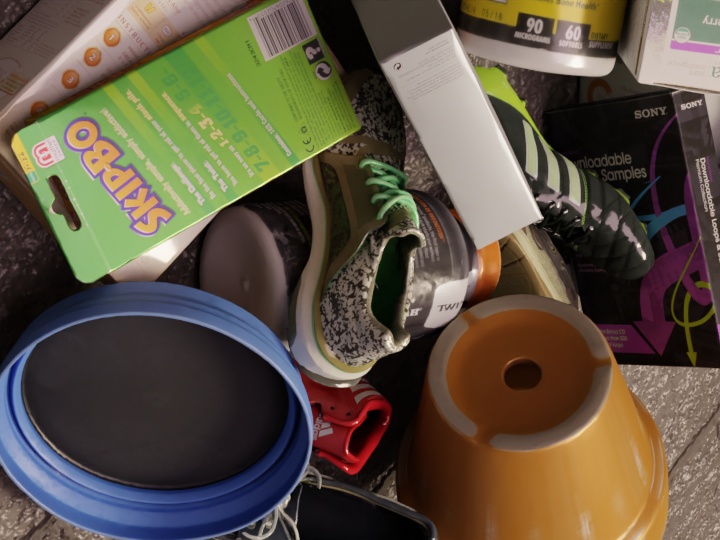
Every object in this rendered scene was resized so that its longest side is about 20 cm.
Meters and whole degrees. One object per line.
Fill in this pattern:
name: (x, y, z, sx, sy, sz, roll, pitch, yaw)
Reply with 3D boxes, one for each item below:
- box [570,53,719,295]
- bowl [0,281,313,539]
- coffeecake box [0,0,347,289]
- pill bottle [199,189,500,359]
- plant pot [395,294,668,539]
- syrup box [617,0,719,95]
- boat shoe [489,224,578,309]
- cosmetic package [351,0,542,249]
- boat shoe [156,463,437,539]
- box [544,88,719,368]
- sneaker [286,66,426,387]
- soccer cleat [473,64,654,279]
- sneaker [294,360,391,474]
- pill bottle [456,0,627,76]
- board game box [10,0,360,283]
box: (0.240, -0.067, 1.268, 0.097, 0.124, 0.201, -16, 117, -33)
bowl: (-0.129, 0.089, 1.023, 0.200, 0.039, 0.201, 0, 129, 0)
coffeecake box: (-0.127, -0.109, 0.994, 0.200, 0.073, 0.154, -48, 130, -13)
pill bottle: (0.000, 0.000, 1.116, 0.199, 0.106, 0.107, -7, 112, -36)
plant pot: (0.117, 0.119, 1.159, 0.200, 0.200, 0.184, -41, 149, -19)
syrup box: (0.225, -0.183, 1.156, 0.078, 0.200, 0.082, 7, 107, -1)
boat shoe: (0.134, 0.014, 1.250, 0.201, 0.072, 0.066, 57, 45, -40)
cosmetic package: (0.042, -0.130, 1.038, 0.052, 0.200, 0.151, -25, 127, 4)
boat shoe: (-0.046, 0.168, 1.119, 0.199, 0.062, 0.075, 18, 63, -7)
box: (0.208, -0.029, 1.208, 0.036, 0.143, 0.201, -14, 96, -33)
sneaker: (0.014, -0.030, 1.008, 0.077, 0.088, 0.201, 13, 75, -38)
soccer cleat: (0.124, -0.057, 1.170, 0.200, 0.068, 0.081, 45, 57, -4)
sneaker: (-0.063, 0.086, 1.092, 0.199, 0.115, 0.079, -6, 111, -37)
pill bottle: (0.136, -0.241, 1.124, 0.114, 0.114, 0.201, -2, 108, -38)
board game box: (-0.099, -0.080, 0.946, 0.200, 0.030, 0.096, -33, 109, -26)
